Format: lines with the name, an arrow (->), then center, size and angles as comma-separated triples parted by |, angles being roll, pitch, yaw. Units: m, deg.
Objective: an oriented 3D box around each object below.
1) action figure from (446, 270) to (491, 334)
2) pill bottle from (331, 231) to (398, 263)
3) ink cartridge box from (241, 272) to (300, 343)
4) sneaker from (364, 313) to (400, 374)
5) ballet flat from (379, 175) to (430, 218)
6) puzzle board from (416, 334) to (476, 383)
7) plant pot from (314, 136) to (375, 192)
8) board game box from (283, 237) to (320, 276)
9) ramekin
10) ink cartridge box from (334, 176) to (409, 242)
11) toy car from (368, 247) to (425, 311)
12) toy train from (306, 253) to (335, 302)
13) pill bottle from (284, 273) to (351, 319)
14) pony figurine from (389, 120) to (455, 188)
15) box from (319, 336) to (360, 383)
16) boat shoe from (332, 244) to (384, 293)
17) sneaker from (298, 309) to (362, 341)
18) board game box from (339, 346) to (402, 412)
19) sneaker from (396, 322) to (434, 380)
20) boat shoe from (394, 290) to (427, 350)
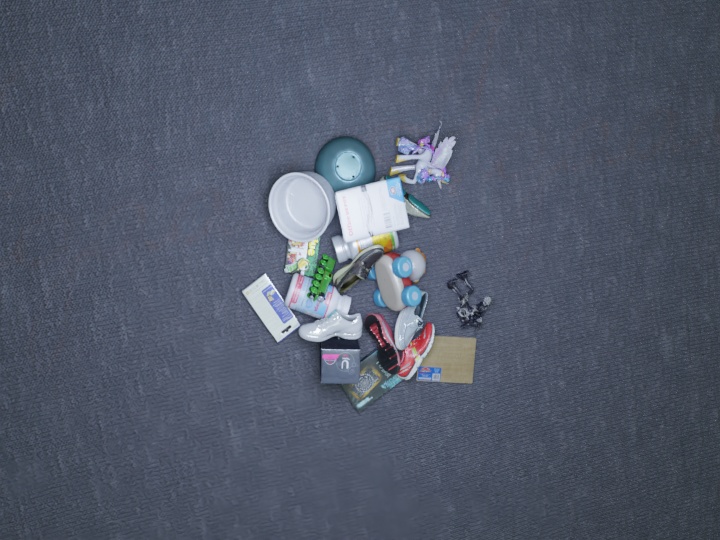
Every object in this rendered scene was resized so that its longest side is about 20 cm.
action figure -> 0.354, 0.112, 1.687 | 0.117, 0.102, 0.204 | -28, 96, -14
pill bottle -> 0.013, -0.093, 1.624 | 0.194, 0.111, 0.114 | -18, 97, -4
ink cartridge box -> -0.281, 0.118, 1.652 | 0.094, 0.037, 0.203 | -34, 95, -2
sneaker -> 0.087, 0.226, 1.661 | 0.073, 0.086, 0.205 | -27, 81, 29
ballet flat -> 0.135, -0.221, 1.660 | 0.198, 0.068, 0.063 | 39, 119, -5
puzzle board -> 0.284, 0.294, 1.739 | 0.193, 0.017, 0.156 | 4, 96, -6
plant pot -> -0.043, -0.309, 1.587 | 0.193, 0.135, 0.207 | -1, 96, -6
board game box -> -0.180, -0.089, 1.650 | 0.101, 0.023, 0.207 | 7, 95, -9
ramekin -> -0.166, -0.195, 1.551 | 0.194, 0.098, 0.207 | 6, 110, 17
ink cartridge box -> 0.030, -0.177, 1.522 | 0.194, 0.084, 0.149 | -13, 98, -4
toy car -> 0.149, 0.012, 1.645 | 0.197, 0.182, 0.182 | -25, 100, -32
toy train -> -0.116, 0.025, 1.593 | 0.055, 0.203, 0.042 | 30, 128, -13
pill bottle -> -0.132, 0.091, 1.628 | 0.195, 0.109, 0.112 | 19, 93, -8
pony figurine -> 0.202, -0.351, 1.617 | 0.193, 0.169, 0.197 | 6, 127, -10
box -> -0.066, 0.263, 1.605 | 0.118, 0.200, 0.110 | 1, 98, -6
boat shoe -> 0.000, 0.000, 1.585 | 0.199, 0.066, 0.072 | -39, 142, 25
sneaker -> -0.090, 0.158, 1.573 | 0.193, 0.076, 0.091 | -3, 122, -10
board game box -> 0.036, 0.351, 1.711 | 0.197, 0.028, 0.137 | -35, 98, -3
sneaker -> 0.171, 0.251, 1.675 | 0.084, 0.077, 0.203 | 31, 88, -4
boat shoe -> 0.164, 0.153, 1.649 | 0.070, 0.070, 0.206 | 37, 63, -43
